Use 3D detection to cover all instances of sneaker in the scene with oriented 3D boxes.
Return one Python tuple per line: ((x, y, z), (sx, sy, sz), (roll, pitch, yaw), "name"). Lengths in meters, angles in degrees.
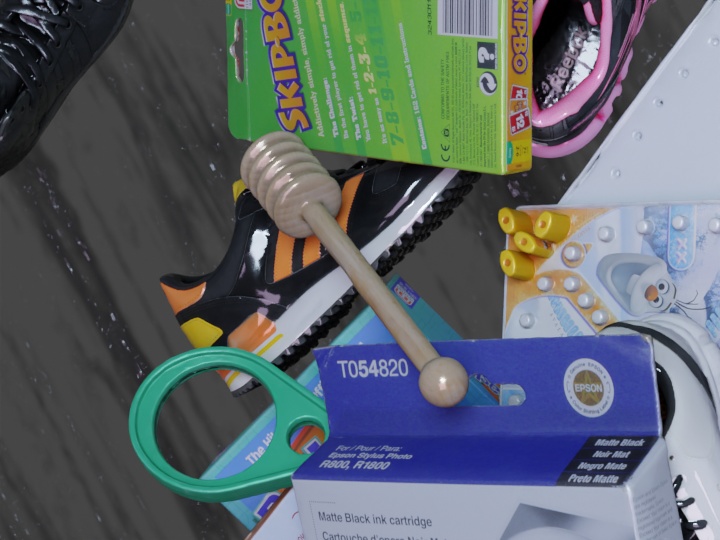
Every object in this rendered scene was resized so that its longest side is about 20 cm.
((0.116, -0.150, 1.054), (0.079, 0.095, 0.201), (19, 95, 9), "sneaker")
((0.146, 0.113, 0.980), (0.074, 0.080, 0.200), (-31, 69, 27), "sneaker")
((-0.021, -0.028, 1.129), (0.200, 0.070, 0.090), (-45, 83, 14), "sneaker")
((-0.183, -0.098, 1.124), (0.060, 0.104, 0.200), (33, 107, 2), "sneaker")

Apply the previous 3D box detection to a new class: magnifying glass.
((-0.018, 0.086, 1.085), (0.199, 0.022, 0.080), (8, 65, 13), "magnifying glass")

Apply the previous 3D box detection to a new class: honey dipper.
((0.000, 0.000, 1.034), (0.038, 0.200, 0.038), (-18, 132, -21), "honey dipper")

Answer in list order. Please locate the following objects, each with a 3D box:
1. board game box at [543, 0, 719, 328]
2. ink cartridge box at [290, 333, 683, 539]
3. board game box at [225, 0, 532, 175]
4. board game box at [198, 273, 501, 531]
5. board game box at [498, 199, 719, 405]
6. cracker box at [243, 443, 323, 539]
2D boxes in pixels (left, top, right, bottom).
((0.209, -0.027, 1.056), (0.200, 0.026, 0.200), (46, 109, 30), "board game box")
((0.058, 0.132, 0.991), (0.199, 0.041, 0.201), (-5, 100, 41), "ink cartridge box")
((0.004, -0.105, 1.081), (0.200, 0.030, 0.096), (10, 105, 43), "board game box")
((0.037, 0.125, 1.165), (0.200, 0.045, 0.152), (43, 109, -1), "board game box")
((0.148, 0.065, 1.047), (0.200, 0.026, 0.201), (-1, 84, 36), "board game box")
((0.017, 0.203, 1.135), (0.200, 0.058, 0.134), (39, 112, 0), "cracker box")
